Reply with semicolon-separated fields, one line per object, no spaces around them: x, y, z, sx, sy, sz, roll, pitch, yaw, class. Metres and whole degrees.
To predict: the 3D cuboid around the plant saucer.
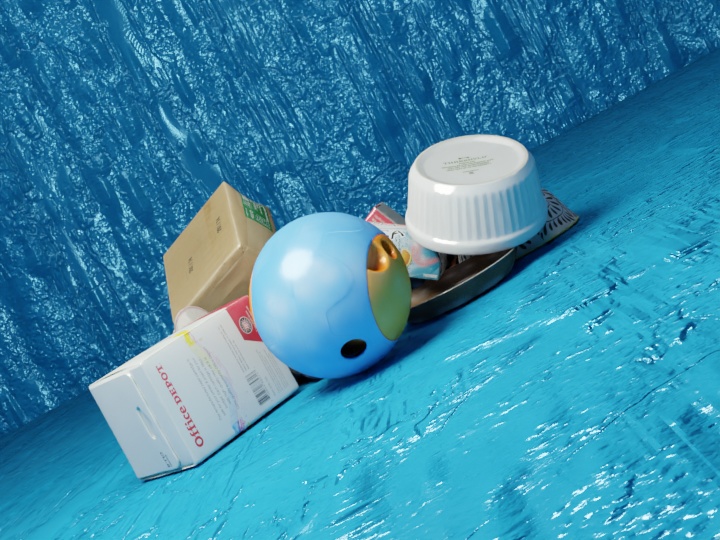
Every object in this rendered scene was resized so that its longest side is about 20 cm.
0.130;0.022;1.495;0.199;0.032;0.200;-28;4;2;plant saucer

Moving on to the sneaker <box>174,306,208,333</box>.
-0.221;0.111;1.619;0.081;0.089;0.200;-18;45;-22;sneaker

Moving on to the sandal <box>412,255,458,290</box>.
0.130;-0.019;1.820;0.075;0.048;0.200;-25;6;40;sandal

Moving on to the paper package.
-0.222;-0.010;1.782;0.191;0.103;0.200;-48;32;17;paper package

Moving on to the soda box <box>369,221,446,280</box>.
0.022;-0.033;1.566;0.198;0.064;0.068;5;13;11;soda box

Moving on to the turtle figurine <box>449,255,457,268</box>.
0.193;-0.089;1.746;0.064;0.162;0.200;17;46;41;turtle figurine

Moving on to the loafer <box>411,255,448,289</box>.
0.103;-0.033;1.716;0.062;0.072;0.200;7;31;11;loafer

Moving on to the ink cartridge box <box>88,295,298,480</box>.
-0.215;0.152;1.419;0.144;0.146;0.200;-24;6;45;ink cartridge box

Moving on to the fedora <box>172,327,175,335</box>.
-0.233;0.131;1.890;0.090;0.179;0.200;7;15;25;fedora

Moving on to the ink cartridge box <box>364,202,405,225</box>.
0.000;0.000;1.704;0.201;0.083;0.145;-53;0;9;ink cartridge box

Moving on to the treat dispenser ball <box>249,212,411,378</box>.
-0.036;0.030;1.339;0.200;0.202;0.201;-28;5;3;treat dispenser ball

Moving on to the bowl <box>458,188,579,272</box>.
0.216;-0.074;1.639;0.200;0.095;0.201;-29;5;3;bowl

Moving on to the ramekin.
0.155;-0.110;1.503;0.200;0.095;0.203;-7;31;4;ramekin

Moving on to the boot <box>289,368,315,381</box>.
-0.033;0.095;1.537;0.200;0.070;0.131;-45;16;-33;boot
